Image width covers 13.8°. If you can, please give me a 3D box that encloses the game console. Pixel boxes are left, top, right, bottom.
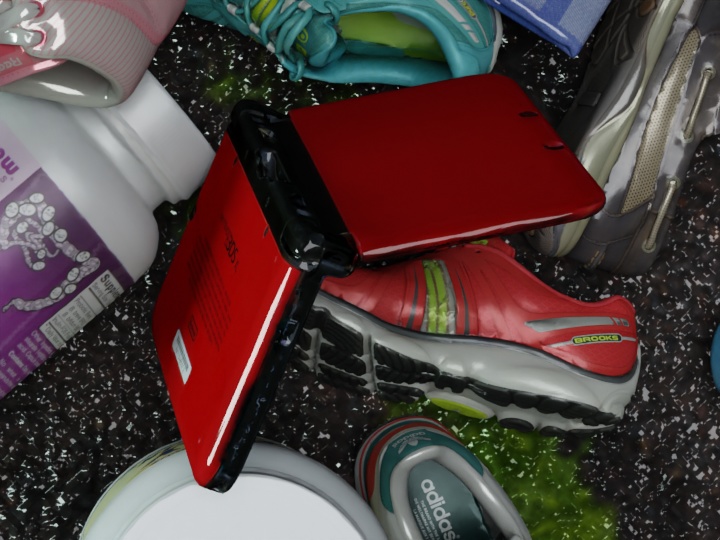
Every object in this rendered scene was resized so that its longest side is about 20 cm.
[{"bbox_3d":[0.000,0.000,1.271,0.118,0.200,0.173,19,104,-15],"label":"game console"}]

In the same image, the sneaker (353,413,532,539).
[{"bbox_3d":[0.058,0.160,1.380,0.070,0.093,0.200,-27,91,-5],"label":"sneaker"}]

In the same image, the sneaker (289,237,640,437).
[{"bbox_3d":[0.036,0.018,1.404,0.200,0.077,0.085,17,67,-5],"label":"sneaker"}]

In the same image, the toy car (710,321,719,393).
[{"bbox_3d":[0.306,0.031,1.391,0.200,0.184,0.177,22,87,-32],"label":"toy car"}]

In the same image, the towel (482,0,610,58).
[{"bbox_3d":[0.087,-0.214,1.402,0.147,0.024,0.200,32,69,-3],"label":"towel"}]

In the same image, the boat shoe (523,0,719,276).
[{"bbox_3d":[0.148,-0.089,1.412,0.073,0.074,0.200,26,94,-15],"label":"boat shoe"}]

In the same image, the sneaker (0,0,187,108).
[{"bbox_3d":[-0.158,-0.143,1.269,0.200,0.075,0.105,35,61,-32],"label":"sneaker"}]

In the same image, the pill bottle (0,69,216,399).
[{"bbox_3d":[-0.164,-0.015,1.357,0.200,0.112,0.112,-42,92,-5],"label":"pill bottle"}]

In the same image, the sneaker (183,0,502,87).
[{"bbox_3d":[-0.030,-0.130,1.374,0.200,0.080,0.078,14,131,-4],"label":"sneaker"}]

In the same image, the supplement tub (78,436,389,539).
[{"bbox_3d":[-0.057,0.147,1.317,0.145,0.200,0.145,0,88,-5],"label":"supplement tub"}]
